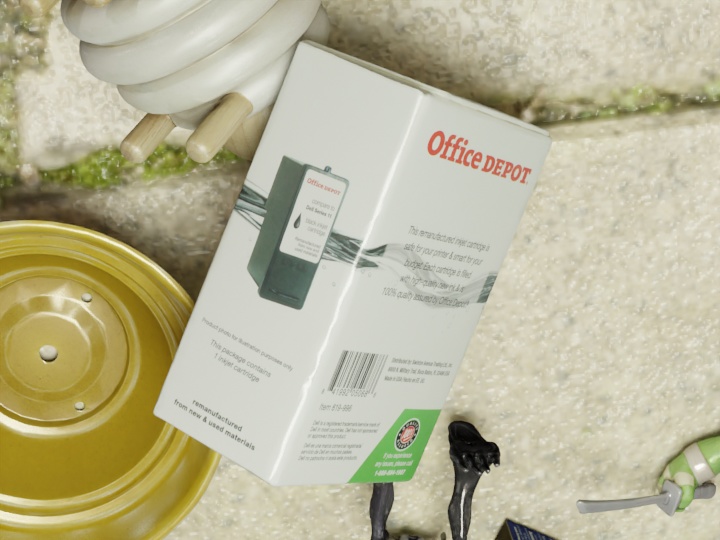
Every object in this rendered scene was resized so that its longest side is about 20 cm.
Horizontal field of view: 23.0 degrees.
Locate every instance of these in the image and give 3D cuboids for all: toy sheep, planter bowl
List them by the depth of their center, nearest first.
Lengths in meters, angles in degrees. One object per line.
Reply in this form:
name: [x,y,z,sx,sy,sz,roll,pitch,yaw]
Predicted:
toy sheep: [-0.086,-0.137,0.857,0.138,0.138,0.200,-27,122,5]
planter bowl: [-0.169,0.057,0.944,0.199,0.084,0.201,-1,109,-3]

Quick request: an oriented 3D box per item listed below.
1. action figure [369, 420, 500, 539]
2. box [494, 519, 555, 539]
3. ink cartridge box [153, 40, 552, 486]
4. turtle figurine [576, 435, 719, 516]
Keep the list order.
action figure: [0.022,0.187,0.996,0.118,0.102,0.201,9,109,7]
box: [0.173,0.214,1.006,0.199,0.121,0.032,22,106,-11]
ink cartridge box: [0.000,0.000,0.884,0.083,0.146,0.201,26,97,30]
turtle figurine: [0.232,0.152,0.982,0.144,0.200,0.194,-16,119,38]
